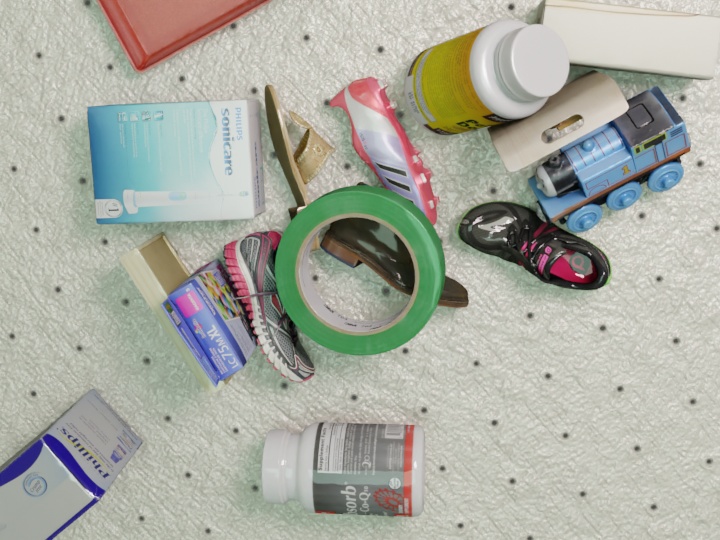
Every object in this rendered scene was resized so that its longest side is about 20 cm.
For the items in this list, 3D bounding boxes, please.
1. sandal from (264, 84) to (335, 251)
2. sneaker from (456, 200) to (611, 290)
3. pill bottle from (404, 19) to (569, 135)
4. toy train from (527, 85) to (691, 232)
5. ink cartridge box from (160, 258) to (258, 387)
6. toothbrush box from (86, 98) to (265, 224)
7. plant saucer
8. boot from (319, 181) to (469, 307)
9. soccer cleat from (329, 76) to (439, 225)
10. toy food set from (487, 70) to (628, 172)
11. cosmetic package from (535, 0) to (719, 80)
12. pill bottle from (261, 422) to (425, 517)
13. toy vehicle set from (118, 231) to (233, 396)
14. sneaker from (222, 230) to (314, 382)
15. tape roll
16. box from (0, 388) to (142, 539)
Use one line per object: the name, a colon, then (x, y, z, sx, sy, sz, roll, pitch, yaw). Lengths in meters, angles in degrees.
sandal: (-0.063, -0.132, 1.326, 0.070, 0.078, 0.212, -15, 102, -13)
sneaker: (0.216, -0.030, 1.304, 0.200, 0.084, 0.077, 19, 101, 1)
pill bottle: (0.142, -0.218, 1.208, 0.109, 0.200, 0.109, 1, 88, -28)
toy train: (0.292, -0.126, 1.258, 0.200, 0.087, 0.114, -27, 141, 7)
ink cartridge box: (-0.175, 0.059, 1.297, 0.042, 0.200, 0.119, -30, 97, 11)
toothbrush box: (-0.224, -0.136, 1.323, 0.200, 0.085, 0.147, -3, 100, 6)
plant saucer: (-0.232, -0.373, 1.304, 0.200, 0.037, 0.200, -27, 96, 10)
boot: (0.057, -0.030, 1.324, 0.200, 0.075, 0.097, 25, 105, 2)
soccer cleat: (0.033, -0.140, 1.313, 0.076, 0.067, 0.200, -23, 96, 17)
toy food set: (0.223, -0.164, 1.218, 0.143, 0.200, 0.060, -28, 100, 10)
cosmetic package: (0.305, -0.268, 1.242, 0.200, 0.104, 0.073, 6, 100, 3)
pill bottle: (-0.019, 0.252, 1.362, 0.200, 0.116, 0.116, 1, 101, 6)
toy vehicle set: (-0.220, 0.051, 1.338, 0.027, 0.124, 0.200, -31, 96, 10)
sneaker: (-0.104, 0.048, 1.350, 0.075, 0.081, 0.200, -22, 97, 7)
tape roll: (0.000, 0.000, 1.277, 0.200, 0.048, 0.201, 3, 104, 12)
box: (-0.398, 0.268, 1.356, 0.184, 0.200, 0.105, -40, 96, 11)
